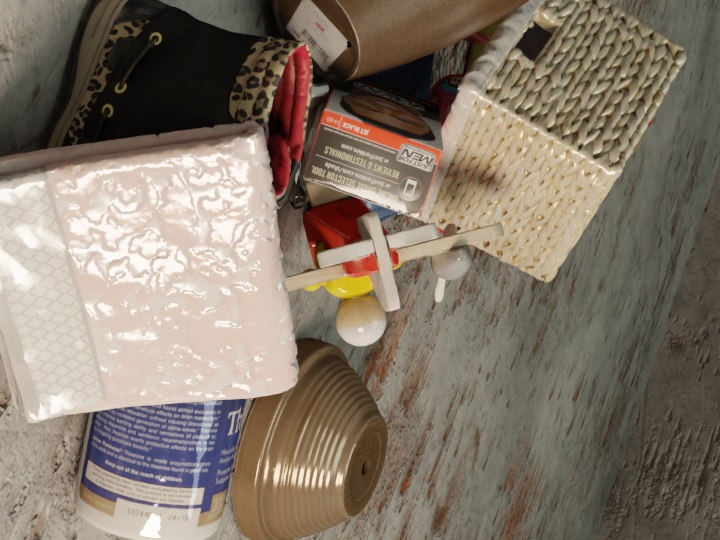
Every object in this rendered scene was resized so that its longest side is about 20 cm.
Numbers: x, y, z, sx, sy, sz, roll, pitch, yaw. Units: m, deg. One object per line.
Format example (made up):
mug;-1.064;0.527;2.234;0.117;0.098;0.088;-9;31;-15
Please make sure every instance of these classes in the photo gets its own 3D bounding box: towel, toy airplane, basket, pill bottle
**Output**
towel;-0.140;0.009;0.856;0.032;0.188;0.202;-102;-175;-51
toy airplane;0.000;0.000;1.148;0.199;0.197;0.143;-39;126;-54
basket;0.169;-0.130;1.271;0.199;0.160;0.201;-54;174;-34
pill bottle;-0.136;0.083;0.990;0.111;0.110;0.203;-7;110;-66
towel;0.023;-0.147;1.309;0.111;0.048;0.203;-21;123;-64

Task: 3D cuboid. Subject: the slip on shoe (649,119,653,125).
slip on shoe;0.445;-0.253;2.238;0.200;0.060;0.075;-51;150;-43

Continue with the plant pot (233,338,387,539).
plant pot;-0.034;0.175;1.319;0.201;0.092;0.203;-50;148;-48

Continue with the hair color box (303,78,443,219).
hair color box;0.014;-0.109;1.144;0.200;0.100;0.062;-84;-167;-72

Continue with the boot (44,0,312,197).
boot;-0.119;-0.071;0.878;0.073;0.149;0.203;24;80;-70

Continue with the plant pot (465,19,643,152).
plant pot;0.240;-0.217;1.602;0.200;0.187;0.204;15;90;-69

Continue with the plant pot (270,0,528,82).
plant pot;0.025;-0.244;1.118;0.200;0.186;0.188;-44;144;-30

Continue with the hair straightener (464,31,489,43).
hair straightener;0.094;-0.287;1.418;0.199;0.040;0.078;2;102;-63

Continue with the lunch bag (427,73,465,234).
lunch bag;0.136;-0.096;1.409;0.082;0.198;0.177;96;19;-60

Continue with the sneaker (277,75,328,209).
sneaker;-0.084;-0.090;1.060;0.200;0.074;0.117;-24;128;-64
